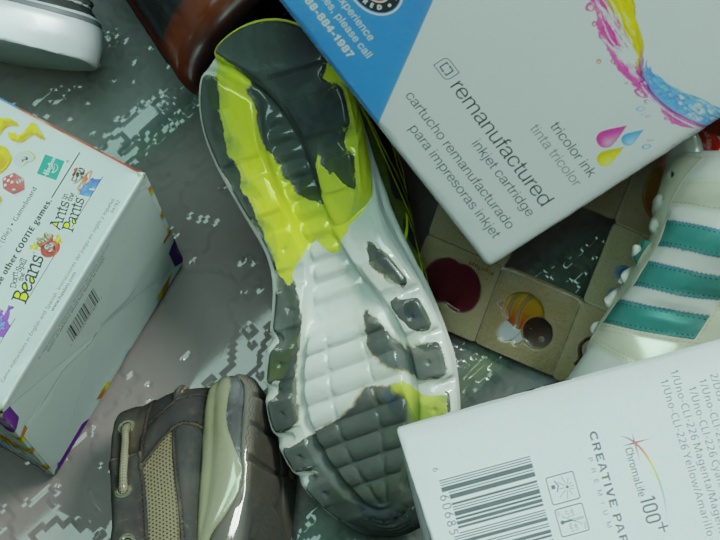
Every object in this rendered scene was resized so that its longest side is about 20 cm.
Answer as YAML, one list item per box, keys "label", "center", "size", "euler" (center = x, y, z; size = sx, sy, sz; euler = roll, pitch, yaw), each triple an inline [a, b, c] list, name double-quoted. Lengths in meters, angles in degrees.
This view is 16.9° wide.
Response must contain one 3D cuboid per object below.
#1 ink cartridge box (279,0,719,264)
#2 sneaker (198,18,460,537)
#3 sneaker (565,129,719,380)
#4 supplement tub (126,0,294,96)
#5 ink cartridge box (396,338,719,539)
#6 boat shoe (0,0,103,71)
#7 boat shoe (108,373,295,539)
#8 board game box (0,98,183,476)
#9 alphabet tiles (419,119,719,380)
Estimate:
- label: "ink cartridge box"
  center: [0.084, -0.122, 0.844]
  size: [0.200, 0.085, 0.145]
  euler: [-34, 108, 18]
- label: "sneaker"
  center: [0.000, 0.000, 0.927]
  size: [0.074, 0.085, 0.201]
  euler: [-12, 94, 17]
- label: "sneaker"
  center: [0.127, 0.000, 0.889]
  size: [0.200, 0.070, 0.094]
  euler: [-39, 70, 22]
- label: "supplement tub"
  center: [-0.075, -0.174, 0.972]
  size: [0.107, 0.107, 0.201]
  euler: [-32, 73, -6]
- label: "ink cartridge box"
  center: [0.112, 0.094, 0.820]
  size: [0.174, 0.200, 0.084]
  euler: [-15, 70, 0]
- label: "boat shoe"
  center: [-0.192, -0.134, 0.987]
  size: [0.199, 0.070, 0.067]
  euler: [16, 87, 17]
- label: "boat shoe"
  center: [-0.069, 0.133, 0.887]
  size: [0.073, 0.075, 0.201]
  euler: [-7, 52, 16]
- label: "board game box"
  center: [-0.184, -0.022, 0.932]
  size: [0.199, 0.103, 0.105]
  euler: [28, 76, 12]
- label: "alphabet tiles"
  center: [0.132, -0.021, 0.914]
  size: [0.199, 0.008, 0.168]
  euler: [24, 106, 11]
